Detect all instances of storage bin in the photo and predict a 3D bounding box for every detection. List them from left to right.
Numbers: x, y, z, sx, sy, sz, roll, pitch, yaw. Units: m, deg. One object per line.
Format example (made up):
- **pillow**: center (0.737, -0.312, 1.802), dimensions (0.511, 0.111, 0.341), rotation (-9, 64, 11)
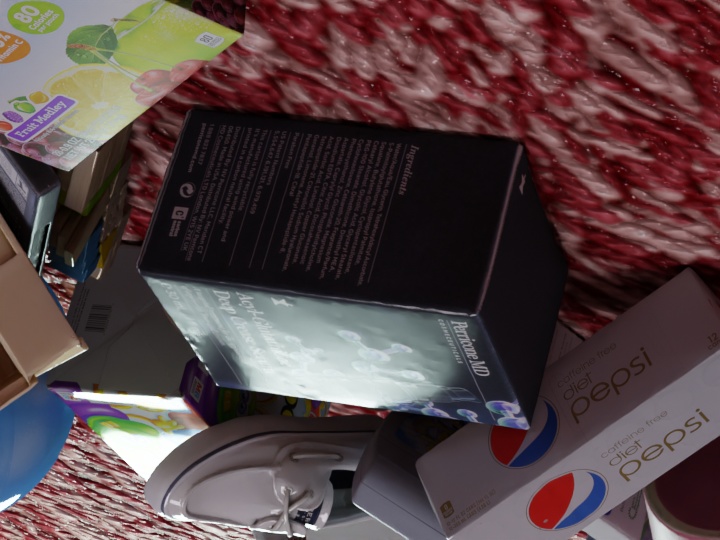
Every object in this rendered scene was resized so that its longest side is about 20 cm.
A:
- **storage bin**: center (-0.259, -0.005, 1.336), dimensions (0.201, 0.093, 0.198), rotation (58, 158, -3)

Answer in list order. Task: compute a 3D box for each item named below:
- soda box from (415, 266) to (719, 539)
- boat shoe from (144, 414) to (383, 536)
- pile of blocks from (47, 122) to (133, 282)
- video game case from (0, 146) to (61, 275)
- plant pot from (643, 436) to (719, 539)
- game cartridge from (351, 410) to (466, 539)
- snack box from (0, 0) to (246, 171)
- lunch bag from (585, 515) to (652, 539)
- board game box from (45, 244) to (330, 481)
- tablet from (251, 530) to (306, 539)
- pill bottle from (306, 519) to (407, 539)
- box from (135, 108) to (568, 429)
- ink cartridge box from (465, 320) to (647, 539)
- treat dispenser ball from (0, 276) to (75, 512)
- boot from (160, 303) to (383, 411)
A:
- **soda box**: center (0.133, 0.090, 1.349), dimensions (0.199, 0.064, 0.068), rotation (-37, 136, 12)
- **boat shoe**: center (-0.042, 0.134, 1.500), dimensions (0.199, 0.065, 0.074), rotation (-8, 133, -37)
- **pile of blocks**: center (-0.174, -0.045, 1.360), dimensions (0.062, 0.082, 0.200), rotation (25, 155, 5)
- **video game case**: center (-0.223, -0.063, 1.330), dimensions (0.143, 0.019, 0.200), rotation (53, 159, 10)
- **plant pot**: center (0.261, 0.170, 1.445), dimensions (0.199, 0.201, 0.180), rotation (-1, 136, 35)
- **game cartridge**: center (0.070, 0.134, 1.499), dimensions (0.133, 0.041, 0.200), rotation (28, -163, 11)
- **snack box**: center (-0.179, -0.136, 1.118), dimensions (0.199, 0.068, 0.168), rotation (21, 146, -30)
- **lunch bag**: center (0.231, 0.257, 1.619), dimensions (0.168, 0.201, 0.127), rotation (5, 155, 25)
- **board game box**: center (-0.107, 0.076, 1.556), dimensions (0.102, 0.106, 0.200), rotation (3, 154, 24)
- **tablet**: center (-0.053, 0.202, 1.804), dimensions (0.014, 0.131, 0.200), rotation (-30, 144, 5)
- **pill bottle**: center (0.035, 0.229, 1.793), dimensions (0.112, 0.114, 0.200), rotation (4, 154, 25)
- **box**: center (0.000, 0.000, 1.317), dimensions (0.198, 0.108, 0.149), rotation (6, 154, 20)
- **ink cartridge box**: center (0.116, 0.086, 1.446), dimensions (0.037, 0.095, 0.200), rotation (-5, 149, 40)
- **treat dispenser ball**: center (-0.282, 0.070, 1.533), dimensions (0.199, 0.202, 0.201), rotation (13, 157, 6)
- **boot**: center (-0.031, 0.026, 1.456), dimensions (0.199, 0.074, 0.075), rotation (20, 148, -31)
